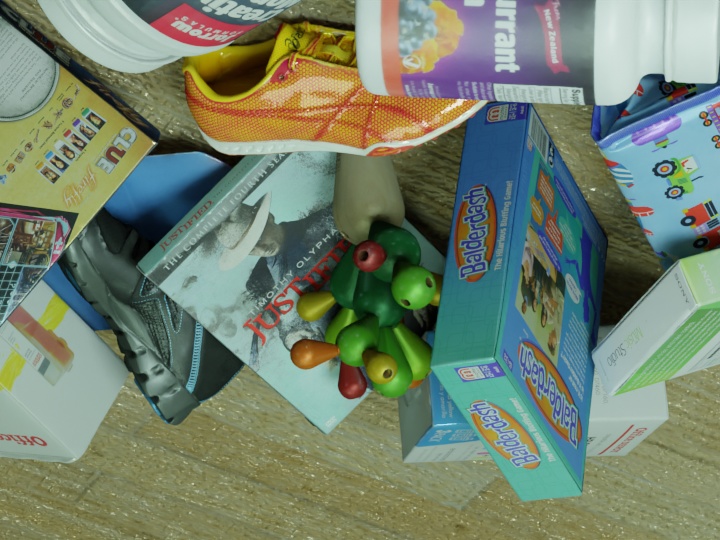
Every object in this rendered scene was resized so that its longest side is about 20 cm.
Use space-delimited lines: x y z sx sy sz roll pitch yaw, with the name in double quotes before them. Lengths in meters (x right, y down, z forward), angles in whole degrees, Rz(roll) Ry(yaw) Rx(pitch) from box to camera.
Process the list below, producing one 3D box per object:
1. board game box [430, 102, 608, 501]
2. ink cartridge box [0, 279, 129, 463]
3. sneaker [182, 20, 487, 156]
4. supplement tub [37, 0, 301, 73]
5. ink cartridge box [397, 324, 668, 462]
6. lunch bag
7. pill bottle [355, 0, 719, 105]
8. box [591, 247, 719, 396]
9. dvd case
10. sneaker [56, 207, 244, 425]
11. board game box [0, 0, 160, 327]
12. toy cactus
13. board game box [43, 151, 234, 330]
"board game box" 0.101 0.018 1.685 0.045 0.200 0.152 -9 140 23
"ink cartridge box" -0.274 0.036 1.846 0.145 0.083 0.200 2 143 45
"sneaker" -0.015 -0.113 1.645 0.200 0.073 0.077 -5 132 15
"supplement tub" -0.076 -0.201 1.477 0.140 0.141 0.200 35 137 -31
"ink cartridge box" 0.133 0.082 1.816 0.200 0.068 0.115 -2 165 -10
"lunch bag" 0.250 -0.094 1.614 0.200 0.094 0.151 -19 137 15
"pill bottle" 0.102 -0.150 1.531 0.200 0.112 0.111 3 144 8
"box" 0.256 0.013 1.683 0.200 0.036 0.144 -16 162 -25
"dvd case" -0.032 0.004 1.777 0.146 0.022 0.200 -44 127 2
"sneaker" -0.144 0.003 1.783 0.082 0.073 0.200 -34 119 -7
"board game box" -0.239 -0.051 1.690 0.135 0.035 0.200 40 102 -11
"toy cactus" 0.000 0.000 1.703 0.102 0.165 0.200 -5 169 -4
"board game box" -0.138 -0.031 1.814 0.200 0.039 0.158 -5 135 15
